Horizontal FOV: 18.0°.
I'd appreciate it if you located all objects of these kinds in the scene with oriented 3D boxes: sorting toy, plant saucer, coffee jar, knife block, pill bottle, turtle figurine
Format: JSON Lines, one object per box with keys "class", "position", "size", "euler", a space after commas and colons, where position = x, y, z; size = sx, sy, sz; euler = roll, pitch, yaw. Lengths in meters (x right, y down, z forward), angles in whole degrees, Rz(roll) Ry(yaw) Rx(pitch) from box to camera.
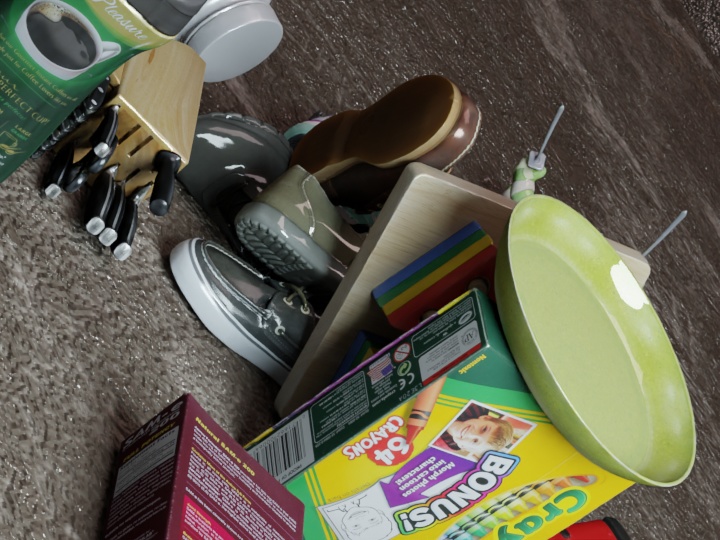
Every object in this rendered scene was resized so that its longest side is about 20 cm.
{"class": "sorting toy", "position": [0.077, 0.056, 1.524], "size": [0.199, 0.200, 0.070], "euler": [20, 20, -27]}
{"class": "plant saucer", "position": [0.141, 0.048, 1.414], "size": [0.200, 0.031, 0.201], "euler": [42, 32, -33]}
{"class": "coffee jar", "position": [-0.184, -0.145, 1.350], "size": [0.104, 0.199, 0.086], "euler": [45, 22, -23]}
{"class": "knife block", "position": [-0.149, -0.082, 1.524], "size": [0.200, 0.064, 0.176], "euler": [13, 46, -61]}
{"class": "pill bottle", "position": [-0.137, -0.248, 1.739], "size": [0.112, 0.112, 0.201], "euler": [10, 47, -61]}
{"class": "turtle figurine", "position": [0.195, -0.042, 2.057], "size": [0.143, 0.202, 0.194], "euler": [15, 6, -11]}

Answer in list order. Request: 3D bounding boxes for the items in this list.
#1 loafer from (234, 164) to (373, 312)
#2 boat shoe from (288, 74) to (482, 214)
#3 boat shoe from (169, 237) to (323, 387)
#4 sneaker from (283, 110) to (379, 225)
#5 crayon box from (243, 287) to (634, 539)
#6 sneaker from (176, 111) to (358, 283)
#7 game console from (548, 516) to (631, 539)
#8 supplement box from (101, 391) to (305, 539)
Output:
{"class": "loafer", "position": [0.000, 0.000, 1.586], "size": [0.200, 0.075, 0.070], "euler": [44, 65, -32]}
{"class": "boat shoe", "position": [0.029, -0.082, 1.557], "size": [0.070, 0.200, 0.071], "euler": [33, 70, -23]}
{"class": "boat shoe", "position": [-0.048, 0.039, 1.562], "size": [0.200, 0.056, 0.069], "euler": [44, 23, -26]}
{"class": "sneaker", "position": [0.023, -0.052, 1.830], "size": [0.200, 0.078, 0.140], "euler": [52, 21, -6]}
{"class": "crayon box", "position": [0.052, 0.123, 1.445], "size": [0.172, 0.199, 0.059], "euler": [38, 27, -35]}
{"class": "sneaker", "position": [-0.064, -0.035, 1.630], "size": [0.200, 0.076, 0.091], "euler": [40, 31, -28]}
{"class": "game console", "position": [0.175, 0.284, 1.563], "size": [0.171, 0.119, 0.201], "euler": [-4, 47, -37]}
{"class": "supplement box", "position": [-0.090, 0.171, 1.260], "size": [0.109, 0.061, 0.201], "euler": [46, 23, -22]}
